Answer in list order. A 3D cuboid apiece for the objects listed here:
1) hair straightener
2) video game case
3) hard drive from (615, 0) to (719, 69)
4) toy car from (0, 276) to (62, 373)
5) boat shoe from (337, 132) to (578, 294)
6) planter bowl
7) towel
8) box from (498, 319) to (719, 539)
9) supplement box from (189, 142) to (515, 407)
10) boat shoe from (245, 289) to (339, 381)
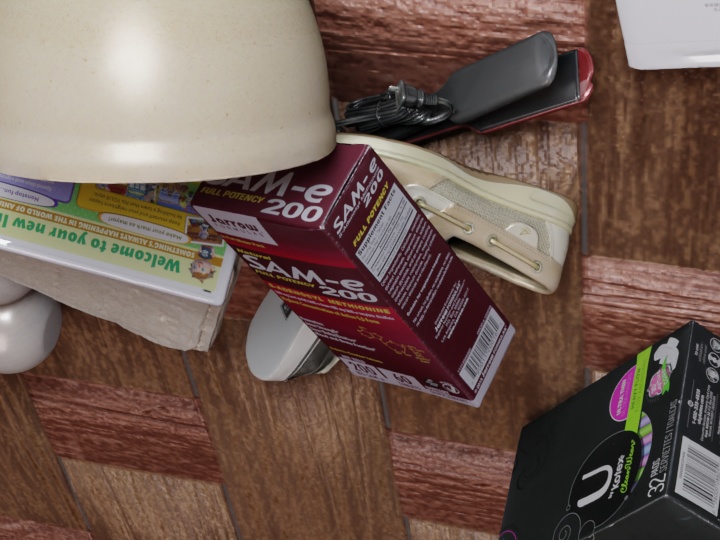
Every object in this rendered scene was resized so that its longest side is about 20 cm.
[{"bbox_3d":[0.039,-0.106,0.944,0.199,0.041,0.077,-9,162,41],"label":"hair straightener"},{"bbox_3d":[-0.155,-0.091,0.944,0.198,0.184,0.022,15,-178,-9],"label":"video game case"},{"bbox_3d":[0.187,-0.189,0.800,0.131,0.027,0.201,1,138,23],"label":"hard drive"},{"bbox_3d":[-0.329,0.025,1.180,0.173,0.151,0.201,12,141,9],"label":"toy car"},{"bbox_3d":[0.039,-0.035,0.980,0.198,0.066,0.072,16,170,-14],"label":"boat shoe"},{"bbox_3d":[-0.111,-0.132,0.824,0.198,0.200,0.136,5,105,18],"label":"planter bowl"},{"bbox_3d":[-0.174,-0.022,1.029,0.199,0.035,0.133,24,141,-3],"label":"towel"},{"bbox_3d":[0.204,0.159,1.103,0.124,0.149,0.200,31,141,-15],"label":"box"},{"bbox_3d":[0.000,0.000,0.938,0.108,0.061,0.200,11,154,40],"label":"supplement box"},{"bbox_3d":[-0.011,0.007,1.096,0.063,0.071,0.200,3,143,-34],"label":"boat shoe"}]
